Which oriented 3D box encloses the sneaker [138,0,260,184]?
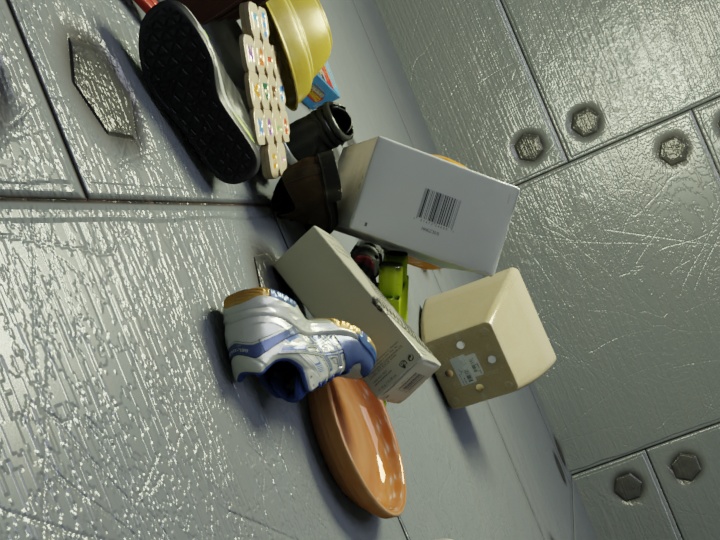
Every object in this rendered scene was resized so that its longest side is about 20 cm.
[{"bbox_3d":[-0.161,-0.177,0.912,0.083,0.071,0.201,-100,169,-58],"label":"sneaker"}]

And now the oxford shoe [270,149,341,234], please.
[{"bbox_3d":[-0.070,-0.090,1.112,0.200,0.084,0.073,94,-19,-73],"label":"oxford shoe"}]

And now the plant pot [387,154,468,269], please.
[{"bbox_3d":[0.087,-0.113,1.562,0.183,0.199,0.201,14,53,-55],"label":"plant pot"}]

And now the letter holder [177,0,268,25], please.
[{"bbox_3d":[-0.118,-0.362,1.027,0.142,0.199,0.101,40,26,-35],"label":"letter holder"}]

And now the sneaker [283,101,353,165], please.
[{"bbox_3d":[-0.049,-0.190,1.301,0.071,0.099,0.200,65,12,0],"label":"sneaker"}]

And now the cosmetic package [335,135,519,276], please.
[{"bbox_3d":[0.071,-0.084,1.201,0.200,0.198,0.124,-170,-82,-75],"label":"cosmetic package"}]

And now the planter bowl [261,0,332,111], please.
[{"bbox_3d":[-0.093,-0.324,1.222,0.201,0.083,0.201,61,-12,22],"label":"planter bowl"}]

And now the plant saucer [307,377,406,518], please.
[{"bbox_3d":[-0.007,0.175,0.991,0.201,0.037,0.201,60,14,-26],"label":"plant saucer"}]

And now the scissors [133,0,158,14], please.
[{"bbox_3d":[-0.205,-0.265,0.935,0.200,0.014,0.073,44,24,-42],"label":"scissors"}]

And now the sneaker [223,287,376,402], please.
[{"bbox_3d":[-0.057,0.087,0.858,0.199,0.075,0.089,25,53,-46],"label":"sneaker"}]

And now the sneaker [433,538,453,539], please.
[{"bbox_3d":[0.081,0.340,0.994,0.200,0.081,0.089,60,11,-63],"label":"sneaker"}]

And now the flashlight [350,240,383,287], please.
[{"bbox_3d":[0.000,0.000,1.249,0.068,0.067,0.200,64,15,-12],"label":"flashlight"}]

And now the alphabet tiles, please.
[{"bbox_3d":[-0.114,-0.210,1.072,0.196,0.014,0.202,-58,141,-78],"label":"alphabet tiles"}]

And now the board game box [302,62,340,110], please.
[{"bbox_3d":[-0.117,-0.380,1.442,0.196,0.056,0.201,26,42,-71],"label":"board game box"}]

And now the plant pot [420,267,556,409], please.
[{"bbox_3d":[0.218,0.140,1.647,0.201,0.199,0.177,65,24,-9],"label":"plant pot"}]

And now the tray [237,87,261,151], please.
[{"bbox_3d":[-0.149,-0.181,1.053,0.200,0.022,0.108,-3,72,-76],"label":"tray"}]

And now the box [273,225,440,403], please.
[{"bbox_3d":[-0.004,0.049,1.003,0.200,0.068,0.082,50,7,21],"label":"box"}]

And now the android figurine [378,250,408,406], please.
[{"bbox_3d":[0.036,0.081,1.166,0.182,0.041,0.202,-63,157,-72],"label":"android figurine"}]
